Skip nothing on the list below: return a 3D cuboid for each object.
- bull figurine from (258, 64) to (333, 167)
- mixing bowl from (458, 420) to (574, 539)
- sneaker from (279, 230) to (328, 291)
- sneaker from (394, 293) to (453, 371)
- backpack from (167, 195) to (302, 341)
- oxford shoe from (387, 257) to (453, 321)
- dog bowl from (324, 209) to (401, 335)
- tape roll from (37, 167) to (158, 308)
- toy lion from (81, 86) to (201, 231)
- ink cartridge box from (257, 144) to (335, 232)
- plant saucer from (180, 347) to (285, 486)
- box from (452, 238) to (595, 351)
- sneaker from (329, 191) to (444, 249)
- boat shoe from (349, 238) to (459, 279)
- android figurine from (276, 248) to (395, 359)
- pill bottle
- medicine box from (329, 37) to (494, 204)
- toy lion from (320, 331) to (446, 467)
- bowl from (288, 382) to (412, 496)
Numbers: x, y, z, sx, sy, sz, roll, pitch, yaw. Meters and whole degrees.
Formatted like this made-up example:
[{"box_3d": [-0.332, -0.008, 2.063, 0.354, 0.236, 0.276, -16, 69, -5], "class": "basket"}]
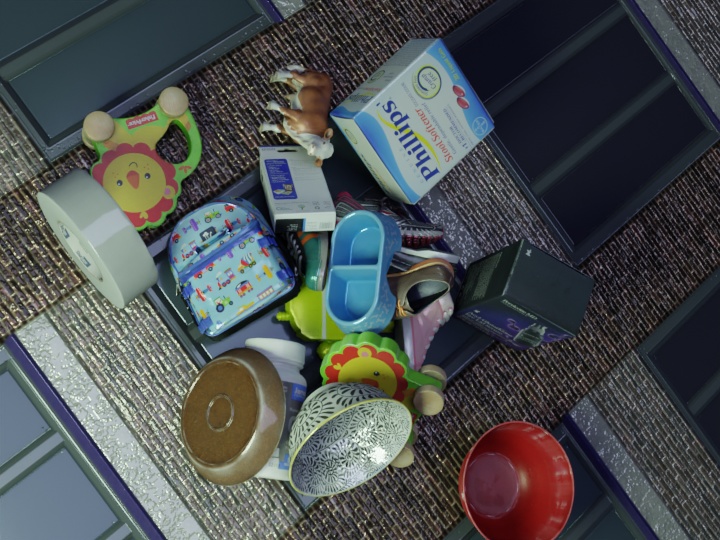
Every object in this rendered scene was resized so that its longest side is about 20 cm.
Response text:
[{"box_3d": [-0.097, -0.259, 1.520, 0.120, 0.065, 0.202, 17, 49, -15], "class": "bull figurine"}, {"box_3d": [0.234, 0.349, 1.502, 0.197, 0.108, 0.203, 4, 78, -19], "class": "mixing bowl"}, {"box_3d": [-0.091, -0.045, 1.470, 0.079, 0.072, 0.202, 0, 45, -5], "class": "sneaker"}, {"box_3d": [0.109, 0.097, 1.529, 0.103, 0.075, 0.203, 2, 74, -13], "class": "sneaker"}, {"box_3d": [-0.205, -0.018, 1.404, 0.181, 0.135, 0.202, -29, 83, -3], "class": "backpack"}, {"box_3d": [0.053, 0.045, 1.441, 0.198, 0.073, 0.072, -28, 109, 13], "class": "oxford shoe"}, {"box_3d": [0.000, 0.000, 1.423, 0.110, 0.049, 0.203, 0, 75, 27], "class": "dog bowl"}, {"box_3d": [-0.377, -0.046, 1.327, 0.066, 0.200, 0.201, -39, 93, -22], "class": "tape roll"}, {"box_3d": [-0.337, -0.166, 1.445, 0.198, 0.069, 0.194, -24, 94, -22], "class": "toy lion"}, {"box_3d": [-0.106, -0.134, 1.485, 0.098, 0.040, 0.201, -3, 40, -13], "class": "ink cartridge box"}, {"box_3d": [-0.196, 0.210, 1.347, 0.034, 0.198, 0.203, 25, 67, -53], "class": "plant saucer"}, {"box_3d": [0.264, 0.045, 1.527, 0.147, 0.200, 0.105, 28, 71, -11], "class": "box"}, {"box_3d": [0.048, -0.083, 1.545, 0.197, 0.081, 0.076, 9, 74, -16], "class": "sneaker"}, {"box_3d": [0.059, -0.013, 1.493, 0.197, 0.076, 0.061, 10, 94, 9], "class": "boat shoe"}, {"box_3d": [-0.041, 0.055, 1.506, 0.197, 0.041, 0.185, 1, 79, -19], "class": "android figurine"}, {"box_3d": [-0.141, 0.210, 1.400, 0.112, 0.114, 0.203, 10, 76, -16], "class": "pill bottle"}, {"box_3d": [0.085, -0.244, 1.505, 0.200, 0.103, 0.183, -44, 116, -12], "class": "medicine box"}, {"box_3d": [0.024, 0.191, 1.427, 0.189, 0.202, 0.069, 21, 34, -2], "class": "toy lion"}, {"box_3d": [-0.031, 0.229, 1.353, 0.198, 0.203, 0.094, -17, 46, -21], "class": "bowl"}]
